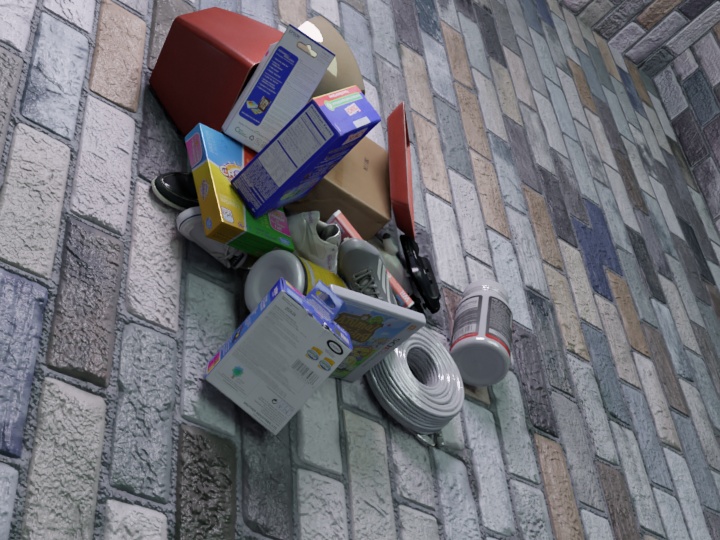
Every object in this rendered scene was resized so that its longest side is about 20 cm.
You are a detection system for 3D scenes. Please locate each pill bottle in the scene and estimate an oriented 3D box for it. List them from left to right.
[{"bbox_3d":[-0.084,0.047,1.546,0.199,0.111,0.113,26,38,-54],"label":"pill bottle"},{"bbox_3d":[0.233,0.114,1.877,0.115,0.116,0.201,39,35,-17],"label":"pill bottle"}]

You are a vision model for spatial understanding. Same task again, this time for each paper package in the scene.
[{"bbox_3d":[-0.040,-0.169,1.792,0.189,0.103,0.202,31,39,-27],"label":"paper package"}]

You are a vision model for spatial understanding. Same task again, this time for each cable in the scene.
[{"bbox_3d":[0.091,0.179,1.682,0.199,0.069,0.202,35,36,-23],"label":"cable"}]

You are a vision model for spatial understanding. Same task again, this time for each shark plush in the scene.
[{"bbox_3d":[0.067,0.003,1.836,0.199,0.091,0.083,40,3,-8],"label":"shark plush"}]

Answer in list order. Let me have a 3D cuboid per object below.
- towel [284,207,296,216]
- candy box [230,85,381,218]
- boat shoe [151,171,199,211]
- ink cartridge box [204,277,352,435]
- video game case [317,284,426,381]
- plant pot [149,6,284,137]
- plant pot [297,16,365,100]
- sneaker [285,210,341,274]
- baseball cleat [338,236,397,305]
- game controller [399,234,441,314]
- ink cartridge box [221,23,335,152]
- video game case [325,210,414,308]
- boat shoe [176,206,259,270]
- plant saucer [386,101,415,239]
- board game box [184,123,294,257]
[{"bbox_3d":[-0.103,-0.152,1.814,0.146,0.024,0.202,-6,63,-52],"label":"towel"},{"bbox_3d":[-0.082,-0.184,1.514,0.077,0.199,0.169,52,27,2],"label":"candy box"},{"bbox_3d":[-0.242,-0.133,1.585,0.197,0.066,0.075,14,46,-44],"label":"boat shoe"},{"bbox_3d":[-0.104,0.109,1.385,0.136,0.200,0.076,40,8,-15],"label":"ink cartridge box"},{"bbox_3d":[-0.027,0.102,1.510,0.198,0.182,0.022,19,42,-39],"label":"video game case"},{"bbox_3d":[-0.240,-0.338,1.688,0.175,0.201,0.200,38,32,8],"label":"plant pot"},{"bbox_3d":[-0.069,-0.310,1.687,0.134,0.202,0.200,36,32,7],"label":"plant pot"},{"bbox_3d":[-0.063,-0.019,1.631,0.076,0.098,0.201,-98,161,-44],"label":"sneaker"},{"bbox_3d":[0.025,0.039,1.572,0.201,0.069,0.107,59,10,-40],"label":"baseball cleat"},{"bbox_3d":[0.109,0.003,1.845,0.105,0.042,0.201,51,11,-21],"label":"game controller"},{"bbox_3d":[-0.131,-0.285,1.573,0.094,0.201,0.037,27,14,-28],"label":"ink cartridge box"},{"bbox_3d":[0.000,0.000,1.694,0.017,0.143,0.201,-39,90,-25],"label":"video game case"},{"bbox_3d":[-0.200,-0.039,1.546,0.199,0.071,0.071,25,36,-45],"label":"boat shoe"},{"bbox_3d":[0.074,-0.178,1.818,0.200,0.036,0.204,67,19,-74],"label":"plant saucer"},{"bbox_3d":[-0.189,-0.119,1.534,0.152,0.040,0.202,21,41,-45],"label":"board game box"}]
